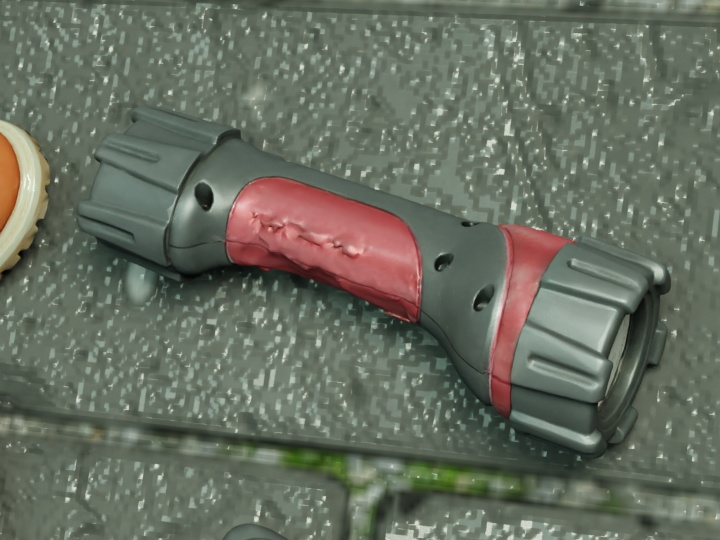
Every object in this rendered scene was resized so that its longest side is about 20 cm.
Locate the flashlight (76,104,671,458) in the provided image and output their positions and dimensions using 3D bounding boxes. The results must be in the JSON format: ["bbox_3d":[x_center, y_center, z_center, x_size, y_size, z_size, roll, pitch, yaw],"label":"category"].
[{"bbox_3d":[0.000,0.000,0.704,0.198,0.068,0.068,18,80,21],"label":"flashlight"}]

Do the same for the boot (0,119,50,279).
[{"bbox_3d":[-0.214,-0.017,0.764,0.198,0.107,0.076,-14,73,15],"label":"boot"}]

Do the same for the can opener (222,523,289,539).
[{"bbox_3d":[-0.062,0.183,0.704,0.066,0.053,0.201,23,89,-12],"label":"can opener"}]
